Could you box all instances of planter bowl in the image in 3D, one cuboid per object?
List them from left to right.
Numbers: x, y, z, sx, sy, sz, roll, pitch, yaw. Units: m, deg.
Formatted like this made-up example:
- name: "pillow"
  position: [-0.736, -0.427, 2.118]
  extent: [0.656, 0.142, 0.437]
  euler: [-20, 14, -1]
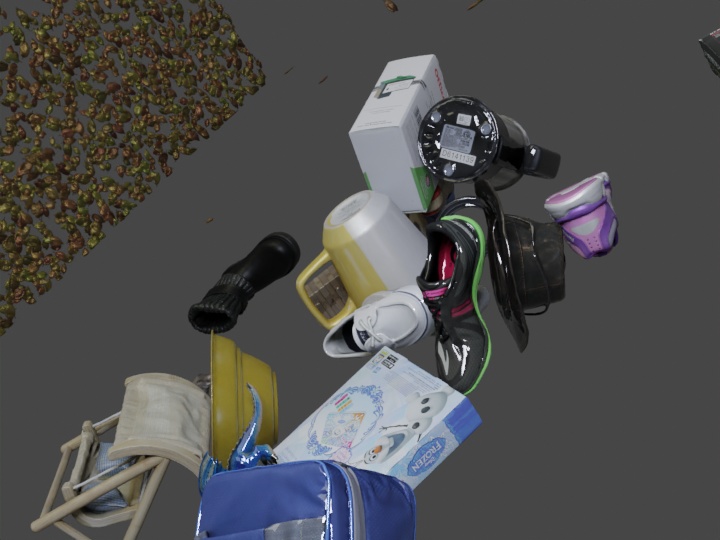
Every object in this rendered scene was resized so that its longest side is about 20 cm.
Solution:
- name: "planter bowl"
  position: [-0.146, 0.176, 1.037]
  extent: [0.082, 0.203, 0.201]
  euler: [-1, 20, -9]

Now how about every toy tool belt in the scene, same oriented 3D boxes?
- name: "toy tool belt"
  position: [0.106, -0.121, 1.315]
  extent: [0.123, 0.124, 0.201]
  euler: [-18, 36, 5]

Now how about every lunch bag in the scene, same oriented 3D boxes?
- name: "lunch bag"
  position: [-0.063, 0.240, 0.714]
  extent: [0.198, 0.132, 0.138]
  euler: [-20, 56, 36]

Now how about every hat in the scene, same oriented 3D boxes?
- name: "hat"
  position: [0.185, -0.016, 0.895]
  extent: [0.080, 0.203, 0.201]
  euler: [-14, 24, 4]

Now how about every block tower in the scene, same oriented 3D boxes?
- name: "block tower"
  position: [0.000, 0.000, 1.272]
  extent: [0.199, 0.054, 0.058]
  euler: [-37, 21, -3]

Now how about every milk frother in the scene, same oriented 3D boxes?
- name: "milk frother"
  position: [0.171, -0.127, 1.184]
  extent: [0.202, 0.180, 0.188]
  euler: [-60, -22, 15]

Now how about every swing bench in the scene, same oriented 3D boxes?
- name: "swing bench"
  position: [-0.298, 0.247, 1.072]
  extent: [0.200, 0.130, 0.199]
  euler: [-46, 19, 6]

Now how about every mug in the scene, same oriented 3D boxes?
- name: "mug"
  position: [0.013, -0.015, 1.148]
  extent: [0.148, 0.154, 0.187]
  euler: [-7, 36, 50]

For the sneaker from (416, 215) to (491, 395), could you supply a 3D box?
- name: "sneaker"
  position: [0.095, 0.038, 0.911]
  extent: [0.076, 0.083, 0.203]
  euler: [-14, 75, 46]

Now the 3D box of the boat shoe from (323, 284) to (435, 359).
- name: "boat shoe"
  position: [0.021, 0.077, 1.027]
  extent: [0.065, 0.074, 0.200]
  euler: [-24, -7, -36]

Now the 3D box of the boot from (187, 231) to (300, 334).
- name: "boot"
  position: [-0.209, 0.027, 1.489]
  extent: [0.210, 0.080, 0.158]
  euler: [-35, 12, 34]

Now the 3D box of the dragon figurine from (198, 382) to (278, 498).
- name: "dragon figurine"
  position: [-0.144, 0.230, 0.904]
  extent: [0.098, 0.203, 0.059]
  euler: [-3, -2, -24]

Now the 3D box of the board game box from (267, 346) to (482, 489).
- name: "board game box"
  position: [0.006, 0.187, 0.897]
  extent: [0.198, 0.044, 0.200]
  euler: [-40, 22, -11]

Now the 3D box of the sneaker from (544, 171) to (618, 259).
- name: "sneaker"
  position: [0.269, -0.061, 0.968]
  extent: [0.080, 0.089, 0.200]
  euler: [-27, 1, 21]

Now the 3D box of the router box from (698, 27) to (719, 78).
- name: "router box"
  position: [0.552, -0.301, 1.039]
  extent: [0.198, 0.062, 0.151]
  euler: [-28, 24, 21]

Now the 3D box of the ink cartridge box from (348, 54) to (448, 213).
- name: "ink cartridge box"
  position: [0.069, -0.203, 1.210]
  extent: [0.083, 0.147, 0.201]
  euler: [-3, 40, 25]

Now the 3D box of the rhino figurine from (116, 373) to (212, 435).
- name: "rhino figurine"
  position: [-0.285, 0.223, 1.240]
  extent: [0.200, 0.060, 0.087]
  euler: [-41, 32, -17]

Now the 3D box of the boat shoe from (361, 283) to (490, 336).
- name: "boat shoe"
  position: [0.081, 0.045, 1.049]
  extent: [0.068, 0.073, 0.199]
  euler: [-26, 5, -38]
